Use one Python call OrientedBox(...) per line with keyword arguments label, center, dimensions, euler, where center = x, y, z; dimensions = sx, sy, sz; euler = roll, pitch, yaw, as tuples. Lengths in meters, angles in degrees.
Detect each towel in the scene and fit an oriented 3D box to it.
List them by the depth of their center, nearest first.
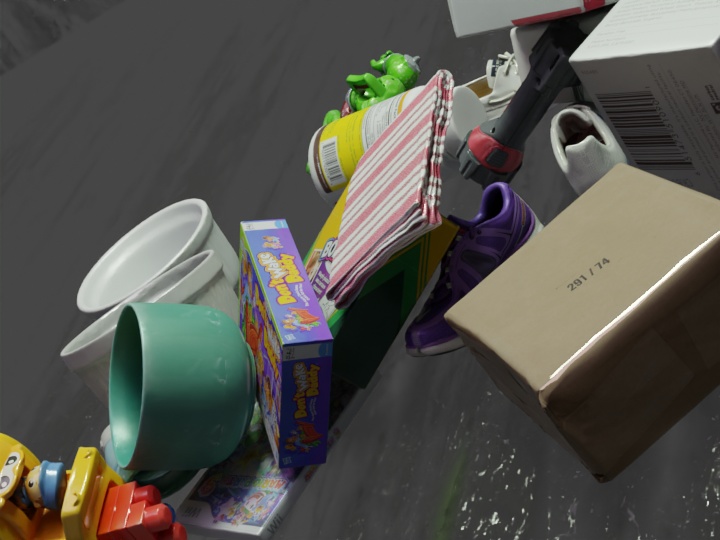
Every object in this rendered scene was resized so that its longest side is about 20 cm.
OrientedBox(label="towel", center=(0.030, -0.073, 1.150), dimensions=(0.146, 0.030, 0.201), euler=(-44, 24, 40))

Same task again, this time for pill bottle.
OrientedBox(label="pill bottle", center=(0.045, -0.141, 1.460), dimensions=(0.199, 0.109, 0.110), euler=(-17, 32, 37))

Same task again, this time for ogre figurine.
OrientedBox(label="ogre figurine", center=(0.011, -0.205, 1.635), dimensions=(0.199, 0.099, 0.120), euler=(-35, 11, -23))

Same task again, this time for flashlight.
OrientedBox(label="flashlight", center=(0.164, -0.165, 1.288), dimensions=(0.068, 0.068, 0.200), euler=(-17, -28, -36))

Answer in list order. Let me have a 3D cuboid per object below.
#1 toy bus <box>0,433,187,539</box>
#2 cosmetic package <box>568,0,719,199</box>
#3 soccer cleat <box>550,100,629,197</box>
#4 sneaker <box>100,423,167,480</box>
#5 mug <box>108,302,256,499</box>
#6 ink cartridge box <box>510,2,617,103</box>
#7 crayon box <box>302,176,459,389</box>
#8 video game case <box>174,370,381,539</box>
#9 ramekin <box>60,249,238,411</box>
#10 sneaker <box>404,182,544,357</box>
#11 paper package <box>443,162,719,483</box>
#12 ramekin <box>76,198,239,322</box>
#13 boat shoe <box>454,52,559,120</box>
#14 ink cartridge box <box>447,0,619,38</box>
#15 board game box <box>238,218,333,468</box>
OrientedBox(label="toy bus", center=(-0.259, 0.223, 1.146), dimensions=(0.191, 0.201, 0.136), euler=(-20, 36, 21))
OrientedBox(label="cosmetic package", center=(0.323, -0.185, 1.103), dimensions=(0.200, 0.165, 0.165), euler=(-49, 28, -21))
OrientedBox(label="soccer cleat", center=(0.217, -0.136, 1.252), dimensions=(0.070, 0.087, 0.200), euler=(-31, 25, 14))
OrientedBox(label="sneaker", center=(-0.167, 0.159, 1.296), dimensions=(0.199, 0.074, 0.082), euler=(-34, 47, 9))
OrientedBox(label="mug", center=(-0.168, 0.116, 1.207), dimensions=(0.185, 0.113, 0.153), euler=(125, 142, -53))
OrientedBox(label="ink cartridge box", center=(0.270, -0.227, 1.286), dimensions=(0.144, 0.085, 0.199), euler=(-22, 15, -31))
OrientedBox(label="crayon box", center=(0.000, 0.000, 1.236), dimensions=(0.173, 0.058, 0.200), euler=(-60, 20, 4))
OrientedBox(label="video game case", center=(-0.080, 0.167, 1.208), dimensions=(0.143, 0.018, 0.200), euler=(-5, 40, 48))
OrientedBox(label="ramekin", center=(-0.212, 0.076, 1.392), dimensions=(0.199, 0.105, 0.200), euler=(-33, 10, 7))
OrientedBox(label="sneaker", center=(0.092, -0.002, 1.193), dimensions=(0.080, 0.084, 0.200), euler=(-6, 40, 48))
OrientedBox(label="paper package", center=(0.191, 0.032, 0.982), dimensions=(0.200, 0.104, 0.191), euler=(-40, 25, -4))
OrientedBox(label="ramekin", center=(-0.242, 0.013, 1.591), dimensions=(0.200, 0.098, 0.201), euler=(-29, 26, 16))
OrientedBox(label="boat shoe", center=(0.170, -0.211, 1.461), dimensions=(0.199, 0.070, 0.071), euler=(-22, 29, 31))
OrientedBox(label="ink cartridge box", center=(0.195, -0.292, 1.257), dimensions=(0.144, 0.084, 0.199), euler=(-5, 13, 39))
OrientedBox(label="board game box", center=(-0.072, 0.062, 1.172), dimensions=(0.044, 0.135, 0.200), euler=(-5, 33, -14))
